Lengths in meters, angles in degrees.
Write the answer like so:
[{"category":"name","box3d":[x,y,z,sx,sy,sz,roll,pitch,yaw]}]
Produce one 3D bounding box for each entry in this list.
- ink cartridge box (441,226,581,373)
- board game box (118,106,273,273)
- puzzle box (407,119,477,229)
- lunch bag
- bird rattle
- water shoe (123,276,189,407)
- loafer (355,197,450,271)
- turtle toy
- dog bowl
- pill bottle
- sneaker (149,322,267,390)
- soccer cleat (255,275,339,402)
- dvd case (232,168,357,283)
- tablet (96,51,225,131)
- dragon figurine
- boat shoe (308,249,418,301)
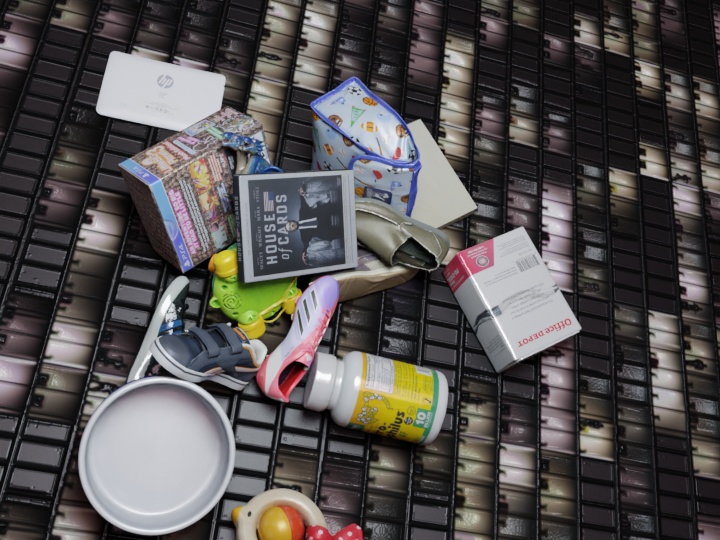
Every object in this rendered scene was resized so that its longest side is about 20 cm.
[{"category":"ink cartridge box","box3d":[0.251,0.049,1.288,0.144,0.084,0.201,-21,74,-23]},{"category":"board game box","box3d":[-0.235,-0.125,1.169,0.199,0.161,0.097,-35,44,-26]},{"category":"puzzle box","box3d":[0.103,-0.164,1.369,0.132,0.025,0.201,-25,76,-23]},{"category":"lunch bag","box3d":[0.012,-0.177,1.247,0.124,0.171,0.200,-38,68,-23]},{"category":"bird rattle","box3d":[-0.092,0.371,1.051,0.198,0.113,0.164,-16,57,-24]},{"category":"water shoe","box3d":[-0.277,0.109,1.125,0.078,0.071,0.202,22,74,-9]},{"category":"loafer","box3d":[0.049,-0.054,1.213,0.198,0.076,0.070,17,35,-5]},{"category":"turtle toy","box3d":[-0.149,0.001,1.178,0.199,0.101,0.147,-32,120,-26]},{"category":"dog bowl","box3d":[-0.271,0.242,1.030,0.198,0.079,0.203,1,85,-18]},{"category":"pill bottle","box3d":[0.021,0.185,1.149,0.198,0.113,0.114,15,64,-10]},{"category":"sneaker","box3d":[-0.206,0.109,1.071,0.080,0.200,0.078,-49,62,6]},{"category":"soccer cleat","box3d":[-0.082,0.103,1.147,0.067,0.076,0.201,40,80,-41]},{"category":"dvd case","box3d":[-0.091,-0.068,1.126,0.198,0.025,0.152,-9,100,-37]},{"category":"tablet","box3d":[-0.335,-0.300,1.308,0.198,0.014,0.132,10,65,-12]},{"category":"dragon figurine","box3d":[-0.140,-0.130,1.143,0.059,0.200,0.100,31,89,39]},{"category":"boat shoe","box3d":[0.000,0.000,1.248,0.198,0.072,0.065,-12,61,-27]}]
